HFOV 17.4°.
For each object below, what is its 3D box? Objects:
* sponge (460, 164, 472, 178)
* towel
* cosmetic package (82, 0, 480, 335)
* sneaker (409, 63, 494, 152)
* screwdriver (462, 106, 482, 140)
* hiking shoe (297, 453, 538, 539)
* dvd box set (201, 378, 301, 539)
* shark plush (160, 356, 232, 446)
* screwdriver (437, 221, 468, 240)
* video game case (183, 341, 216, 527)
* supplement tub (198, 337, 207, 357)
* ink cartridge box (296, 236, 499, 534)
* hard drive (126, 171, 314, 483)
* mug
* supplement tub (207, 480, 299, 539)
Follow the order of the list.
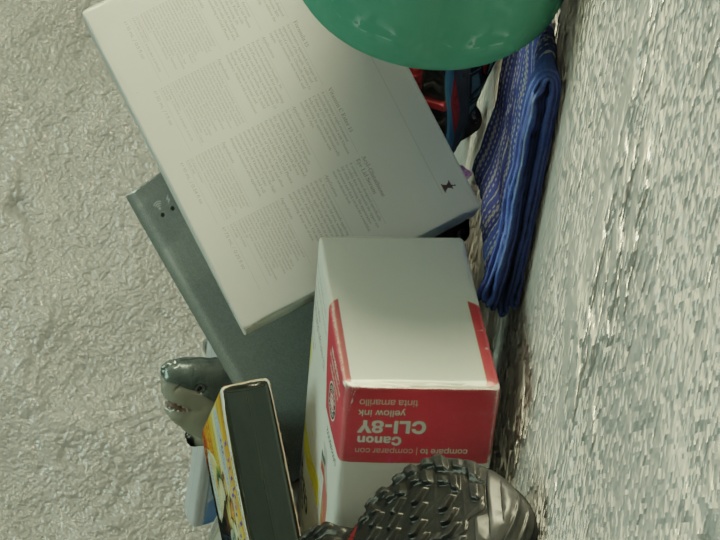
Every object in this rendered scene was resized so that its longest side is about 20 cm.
[{"bbox_3d":[0.000,0.000,1.528,0.112,0.030,0.200,-49,-1,33],"label":"sponge"},{"bbox_3d":[0.083,-0.079,1.305,0.200,0.024,0.146,-89,9,-64],"label":"towel"},{"bbox_3d":[-0.045,-0.087,1.321,0.201,0.150,0.052,63,176,4],"label":"cosmetic package"},{"bbox_3d":[0.047,-0.152,1.386,0.096,0.079,0.201,-46,-23,-55],"label":"sneaker"},{"bbox_3d":[0.017,-0.076,1.633,0.200,0.029,0.028,-28,26,51],"label":"screwdriver"},{"bbox_3d":[0.037,0.154,1.147,0.200,0.100,0.076,-29,32,52],"label":"hiking shoe"},{"bbox_3d":[-0.059,0.147,1.334,0.200,0.029,0.147,125,134,-78],"label":"dvd box set"},{"bbox_3d":[-0.038,0.081,1.626,0.091,0.199,0.084,-127,29,-69],"label":"shark plush"},{"bbox_3d":[0.056,-0.020,1.490,0.029,0.028,0.200,-61,-7,-5],"label":"screwdriver"},{"bbox_3d":[-0.037,0.096,1.729,0.022,0.181,0.201,55,149,34],"label":"video game case"},{"bbox_3d":[-0.036,0.008,1.793,0.145,0.144,0.201,-92,23,-71],"label":"supplement tub"},{"bbox_3d":[0.016,0.103,1.267,0.145,0.083,0.201,-102,15,-57],"label":"ink cartridge box"},{"bbox_3d":[-0.033,0.006,1.391,0.201,0.139,0.033,60,-157,3],"label":"hard drive"},{"bbox_3d":[0.040,-0.186,1.220,0.186,0.151,0.115,-76,-4,-47],"label":"mug"},{"bbox_3d":[-0.034,0.203,1.578,0.200,0.144,0.146,171,107,-87],"label":"supplement tub"}]
